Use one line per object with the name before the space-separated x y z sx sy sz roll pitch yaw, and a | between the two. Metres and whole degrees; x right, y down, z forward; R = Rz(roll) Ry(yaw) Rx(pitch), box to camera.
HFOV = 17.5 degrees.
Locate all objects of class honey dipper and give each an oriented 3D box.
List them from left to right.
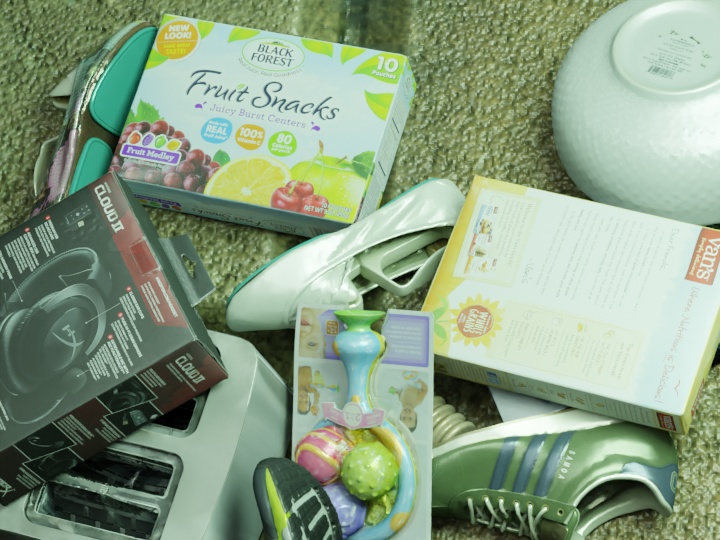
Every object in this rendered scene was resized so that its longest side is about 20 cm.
honey dipper | 0.002 0.065 1.677 0.038 0.038 0.200 -45 61 -7

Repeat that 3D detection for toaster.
toaster | -0.147 0.135 1.634 0.200 0.119 0.181 13 72 18

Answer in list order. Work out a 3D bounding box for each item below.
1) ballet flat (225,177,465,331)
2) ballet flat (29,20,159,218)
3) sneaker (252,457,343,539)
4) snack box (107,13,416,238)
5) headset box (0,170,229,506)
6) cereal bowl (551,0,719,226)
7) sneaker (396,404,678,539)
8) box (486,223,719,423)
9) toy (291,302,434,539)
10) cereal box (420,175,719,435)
ballet flat | 0.000 0.000 1.665 0.200 0.069 0.069 -29 63 -18
ballet flat | -0.211 -0.103 1.784 0.071 0.069 0.200 4 68 36
sneaker | -0.054 0.222 1.562 0.081 0.074 0.200 -3 103 22
snack box | -0.073 -0.106 1.753 0.200 0.053 0.142 11 69 17
headset box | -0.195 0.041 1.577 0.200 0.077 0.149 -30 63 1
cereal bowl | 0.230 -0.131 1.648 0.200 0.083 0.200 -7 50 8
sneaker | 0.121 0.152 1.590 0.200 0.067 0.090 -15 60 3
box | 0.173 0.024 1.648 0.200 0.038 0.137 -23 63 3
toy | -0.009 0.125 1.589 0.115 0.047 0.200 3 90 35
cereal box | 0.150 0.022 1.606 0.200 0.040 0.144 15 65 19
